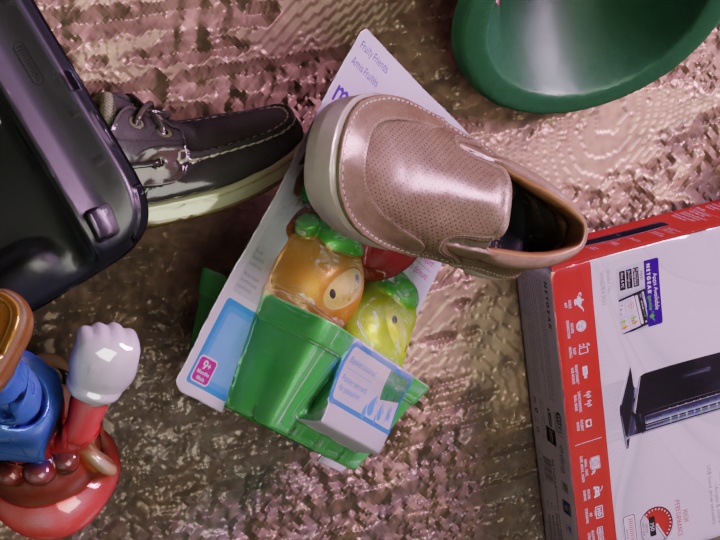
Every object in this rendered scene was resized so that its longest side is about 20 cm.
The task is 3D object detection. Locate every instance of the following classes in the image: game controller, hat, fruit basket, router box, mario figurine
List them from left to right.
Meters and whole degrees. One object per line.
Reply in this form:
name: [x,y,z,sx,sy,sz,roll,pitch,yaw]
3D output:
game controller: [-0.188,-0.079,0.832,0.104,0.042,0.200,-31,89,12]
mario figurine: [-0.173,0.054,0.856,0.106,0.123,0.200,-49,157,-14]
fruit basket: [0.000,0.000,0.911,0.200,0.094,0.185,-58,149,-4]
hat: [0.111,-0.217,0.970,0.165,0.176,0.200,0,141,-24]
router box: [0.192,0.066,1.057,0.179,0.049,0.201,-15,108,-18]

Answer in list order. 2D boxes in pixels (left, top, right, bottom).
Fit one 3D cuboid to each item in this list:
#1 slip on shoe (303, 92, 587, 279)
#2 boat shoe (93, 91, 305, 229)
slip on shoe: [0.047,-0.037,0.863,0.200,0.060,0.076,27,71,-54]
boat shoe: [-0.123,-0.058,0.883,0.200,0.072,0.066,-17,114,-13]
